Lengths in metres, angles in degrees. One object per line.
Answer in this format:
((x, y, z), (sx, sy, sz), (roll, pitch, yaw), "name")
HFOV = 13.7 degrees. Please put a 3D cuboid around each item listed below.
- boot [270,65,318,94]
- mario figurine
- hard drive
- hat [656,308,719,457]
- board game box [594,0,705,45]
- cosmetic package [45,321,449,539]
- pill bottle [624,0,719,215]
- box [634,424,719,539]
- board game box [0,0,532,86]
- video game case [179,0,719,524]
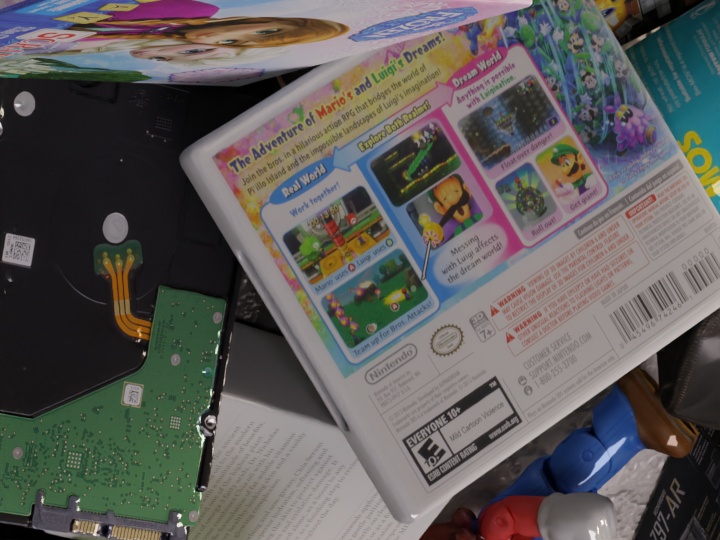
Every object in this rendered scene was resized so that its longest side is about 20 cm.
((0.000, 0.000, 1.356), (0.138, 0.200, 0.077), (-36, -178, 42), "boot")
((0.096, 0.146, 1.546), (0.200, 0.106, 0.123), (-41, 137, 6), "mario figurine")
((-0.118, 0.011, 1.282), (0.139, 0.038, 0.201), (11, 85, -36), "hard drive")
((0.186, 0.025, 1.446), (0.081, 0.201, 0.201), (11, 123, -15), "hat")
((0.101, -0.141, 1.360), (0.199, 0.023, 0.105), (-27, 134, -6), "board game box")
((-0.057, 0.087, 1.431), (0.199, 0.071, 0.102), (20, 117, -40), "cosmetic package")
((0.137, -0.046, 1.387), (0.200, 0.111, 0.111), (-32, 137, 13), "pill bottle")
((0.222, 0.122, 1.555), (0.043, 0.160, 0.201), (0, 126, -27), "box")
((-0.072, -0.109, 1.168), (0.199, 0.200, 0.041), (-1, 84, -37), "board game box")
((0.049, -0.022, 1.284), (0.200, 0.024, 0.183), (-33, 95, -21), "video game case")
